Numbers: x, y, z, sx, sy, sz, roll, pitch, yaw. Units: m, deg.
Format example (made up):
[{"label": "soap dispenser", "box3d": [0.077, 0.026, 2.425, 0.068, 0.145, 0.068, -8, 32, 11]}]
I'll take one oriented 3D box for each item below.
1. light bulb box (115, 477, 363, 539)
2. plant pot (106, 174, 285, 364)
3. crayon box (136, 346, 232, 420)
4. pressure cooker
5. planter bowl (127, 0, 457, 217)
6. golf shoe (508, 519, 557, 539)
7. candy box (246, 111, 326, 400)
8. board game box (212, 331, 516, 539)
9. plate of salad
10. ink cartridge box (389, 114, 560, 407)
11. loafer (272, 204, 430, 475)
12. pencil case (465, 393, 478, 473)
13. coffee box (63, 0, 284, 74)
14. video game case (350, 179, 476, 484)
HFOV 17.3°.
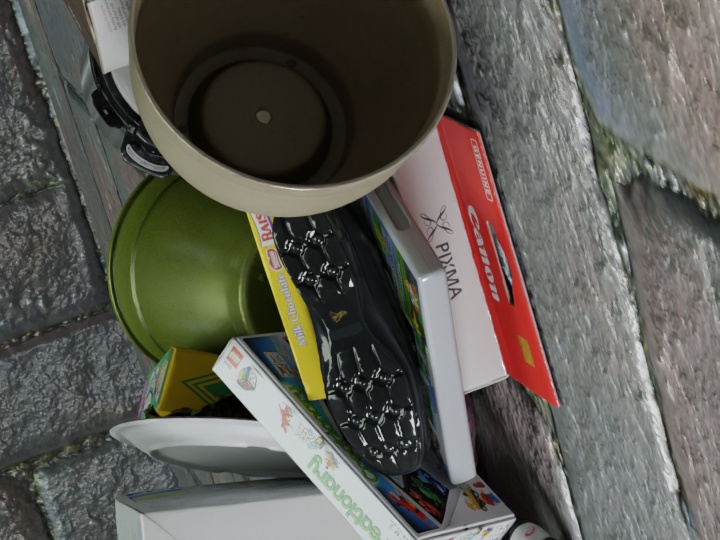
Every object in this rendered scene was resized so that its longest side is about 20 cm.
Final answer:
[{"label": "light bulb box", "box3d": [-0.071, 0.220, 1.733, 0.200, 0.198, 0.125, 166, 99, -79]}, {"label": "plant pot", "box3d": [-0.076, 0.004, 1.912, 0.193, 0.200, 0.201, 13, 124, 62]}, {"label": "crayon box", "box3d": [-0.085, 0.117, 1.897, 0.200, 0.172, 0.058, 137, 144, -76]}, {"label": "pressure cooker", "box3d": [-0.129, -0.164, 1.830, 0.200, 0.179, 0.176, 151, 100, -79]}, {"label": "planter bowl", "box3d": [-0.051, -0.115, 1.472, 0.200, 0.200, 0.135, 66, 161, 16]}, {"label": "golf shoe", "box3d": [0.127, 0.261, 1.683, 0.200, 0.073, 0.092, 95, 159, -44]}, {"label": "candy box", "box3d": [-0.039, -0.020, 1.618, 0.102, 0.026, 0.200, -36, -69, -63]}, {"label": "board game box", "box3d": [0.003, 0.119, 1.632, 0.200, 0.126, 0.035, 47, 117, 24]}, {"label": "plate of salad", "box3d": [-0.083, 0.118, 1.735, 0.200, 0.200, 0.048, 123, 152, -76]}, {"label": "ink cartridge box", "box3d": [0.058, -0.013, 1.576, 0.176, 0.045, 0.200, -140, 31, -69]}, {"label": "loafer", "box3d": [0.002, 0.037, 1.563, 0.201, 0.068, 0.070, 69, -155, -10]}, {"label": "pencil case", "box3d": [0.053, 0.165, 1.814, 0.200, 0.083, 0.087, 80, -161, -45]}, {"label": "coffee box", "box3d": [-0.101, -0.220, 1.550, 0.080, 0.200, 0.113, 81, 163, -45]}, {"label": "video game case", "box3d": [0.027, 0.018, 1.610, 0.182, 0.022, 0.200, -120, 14, -45]}]
